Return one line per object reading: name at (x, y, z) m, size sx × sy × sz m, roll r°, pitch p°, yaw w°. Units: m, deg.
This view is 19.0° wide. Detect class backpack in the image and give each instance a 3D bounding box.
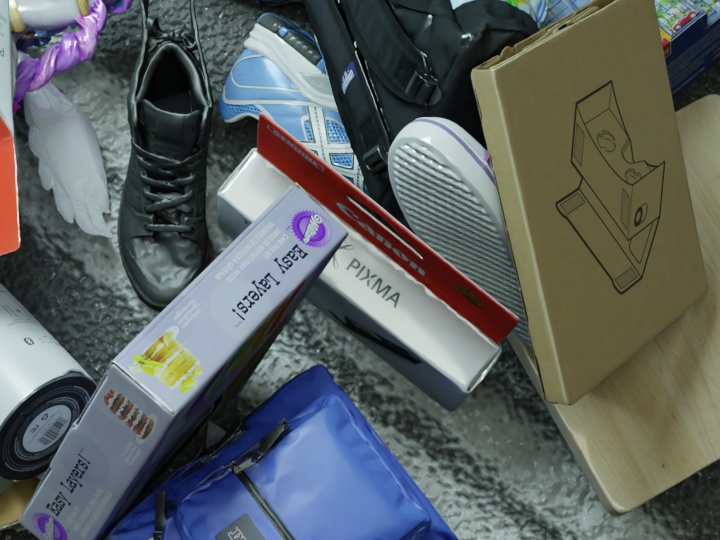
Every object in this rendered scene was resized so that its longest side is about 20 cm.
backpack at (-0.062, 0.169, 1.283) m, size 0.200 × 0.168 × 0.163 m, roll -37°, pitch 77°, yaw -7°
backpack at (0.035, -0.161, 1.298) m, size 0.153 × 0.164 × 0.200 m, roll -14°, pitch 56°, yaw -34°

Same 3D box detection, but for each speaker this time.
speaker at (-0.247, 0.033, 1.303) m, size 0.081 × 0.081 × 0.200 m, roll -42°, pitch 61°, yaw -11°

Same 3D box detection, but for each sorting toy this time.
sorting toy at (0.186, 0.025, 1.365) m, size 0.198 × 0.070 × 0.201 m, roll -27°, pitch 82°, yaw -14°

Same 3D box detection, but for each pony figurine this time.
pony figurine at (-0.233, -0.121, 1.349) m, size 0.198 × 0.167 × 0.194 m, roll -7°, pitch 71°, yaw 10°

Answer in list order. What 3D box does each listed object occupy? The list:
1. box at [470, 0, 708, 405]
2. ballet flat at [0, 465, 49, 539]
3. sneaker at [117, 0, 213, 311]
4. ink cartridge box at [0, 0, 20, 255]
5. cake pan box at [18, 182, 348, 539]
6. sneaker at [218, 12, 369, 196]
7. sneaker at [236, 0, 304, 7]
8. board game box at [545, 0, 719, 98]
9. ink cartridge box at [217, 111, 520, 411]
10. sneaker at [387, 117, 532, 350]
box at (0.137, -0.048, 1.236) m, size 0.163 × 0.021 × 0.201 m, roll -32°, pitch 115°, yaw -43°
ballet flat at (-0.219, 0.135, 1.322) m, size 0.199 × 0.075 × 0.068 m, roll -23°, pitch 77°, yaw -9°
sneaker at (-0.123, -0.081, 1.358) m, size 0.060 × 0.104 × 0.201 m, roll 2°, pitch 78°, yaw -4°
ink cartridge box at (-0.276, -0.092, 1.264) m, size 0.162 × 0.057 × 0.201 m, roll -17°, pitch 63°, yaw 30°
cake pan box at (-0.106, 0.064, 1.259) m, size 0.052 × 0.200 × 0.184 m, roll 41°, pitch 48°, yaw 5°
sneaker at (-0.004, -0.078, 1.392) m, size 0.200 × 0.076 × 0.077 m, roll 40°, pitch 101°, yaw 5°
sneaker at (-0.044, -0.218, 1.414) m, size 0.199 × 0.077 × 0.086 m, roll 20°, pitch 73°, yaw -10°
board game box at (0.149, -0.196, 1.392) m, size 0.200 × 0.062 × 0.200 m, roll -39°, pitch 59°, yaw -19°
ink cartridge box at (0.000, 0.000, 1.315) m, size 0.200 × 0.174 × 0.044 m, roll 39°, pitch 80°, yaw 4°
sneaker at (0.094, -0.046, 1.257) m, size 0.201 × 0.072 × 0.115 m, roll 49°, pitch 60°, yaw -38°
